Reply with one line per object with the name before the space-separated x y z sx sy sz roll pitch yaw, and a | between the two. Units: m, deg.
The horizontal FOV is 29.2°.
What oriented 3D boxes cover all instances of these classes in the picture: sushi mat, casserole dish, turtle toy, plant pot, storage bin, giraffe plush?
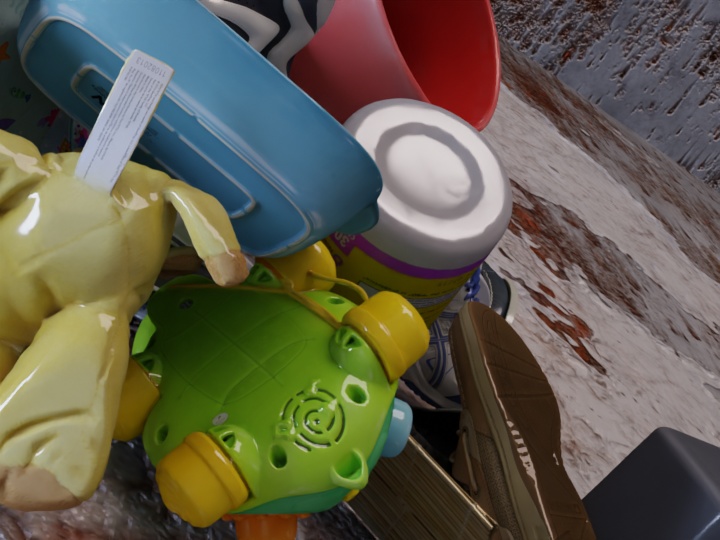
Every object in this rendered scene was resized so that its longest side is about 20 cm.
sushi mat | -0.004 0.095 0.757 0.012 0.096 0.200 -28 62 -35
casserole dish | -0.079 -0.070 0.623 0.200 0.039 0.121 41 -25 -13
turtle toy | -0.055 0.059 0.688 0.200 0.146 0.101 35 -25 45
plant pot | -0.018 -0.172 1.018 0.200 0.177 0.201 35 48 -50
storage bin | 0.211 0.189 0.848 0.200 0.134 0.146 22 24 -38
giraffe plush | -0.148 0.000 0.615 0.173 0.200 0.162 44 -7 -5

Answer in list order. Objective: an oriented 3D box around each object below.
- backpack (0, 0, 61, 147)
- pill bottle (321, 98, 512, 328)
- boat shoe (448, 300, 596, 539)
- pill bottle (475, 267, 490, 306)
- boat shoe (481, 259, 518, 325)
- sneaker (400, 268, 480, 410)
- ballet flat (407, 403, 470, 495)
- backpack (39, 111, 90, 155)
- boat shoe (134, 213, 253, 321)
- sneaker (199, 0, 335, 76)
backpack | -0.229 -0.141 0.715 0.200 0.178 0.151 35 11 37
pill bottle | 0.000 0.000 0.792 0.104 0.200 0.104 13 52 -17
boat shoe | 0.082 0.111 0.825 0.071 0.065 0.200 23 42 -43
pill bottle | 0.026 -0.024 1.053 0.112 0.112 0.200 26 21 -32
boat shoe | 0.079 0.010 1.130 0.062 0.075 0.200 34 17 -18
sneaker | 0.051 0.015 0.903 0.200 0.088 0.075 52 29 -29
ballet flat | 0.055 0.108 0.874 0.200 0.057 0.066 11 33 -54
backpack | -0.137 -0.115 0.887 0.127 0.167 0.200 10 21 27
boat shoe | -0.113 0.000 0.812 0.072 0.068 0.200 35 -5 16
sneaker | -0.097 -0.095 0.745 0.130 0.199 0.080 -20 62 -40
